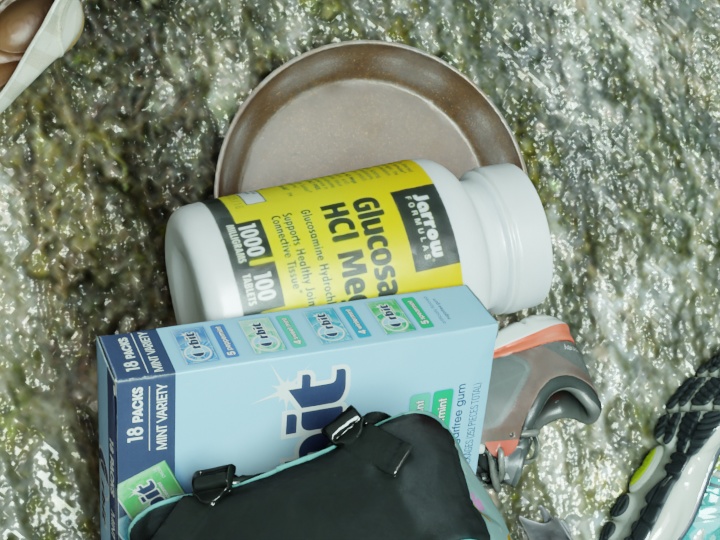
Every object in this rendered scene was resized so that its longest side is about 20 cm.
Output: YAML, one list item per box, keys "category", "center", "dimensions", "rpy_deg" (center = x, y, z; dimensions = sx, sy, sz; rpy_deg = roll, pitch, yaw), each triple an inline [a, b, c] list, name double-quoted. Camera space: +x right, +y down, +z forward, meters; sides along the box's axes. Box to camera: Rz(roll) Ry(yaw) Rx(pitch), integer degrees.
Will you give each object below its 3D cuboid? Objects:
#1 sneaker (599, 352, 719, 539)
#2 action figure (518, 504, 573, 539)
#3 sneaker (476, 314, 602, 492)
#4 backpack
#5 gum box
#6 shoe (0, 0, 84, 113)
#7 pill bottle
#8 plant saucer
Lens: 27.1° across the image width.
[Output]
- category: "sneaker"
  center: [0.225, 0.127, 0.943]
  dimensions: [0.080, 0.078, 0.200]
  rpy_deg: [34, 86, -15]
- category: "action figure"
  center: [0.098, 0.224, 0.862]
  dimensions: [0.130, 0.069, 0.200]
  rpy_deg: [55, 34, -23]
- category: "sneaker"
  center: [0.058, 0.096, 0.878]
  dimensions: [0.200, 0.077, 0.082]
  rpy_deg: [-25, 62, -18]
- category: "backpack"
  center: [0.004, 0.182, 0.728]
  dimensions: [0.176, 0.200, 0.154]
  rpy_deg: [-24, 54, 4]
- category: "gum box"
  center: [-0.035, 0.101, 0.783]
  dimensions: [0.200, 0.045, 0.170]
  rpy_deg: [-8, 124, -20]
- category: "shoe"
  center: [-0.237, -0.103, 0.842]
  dimensions: [0.070, 0.053, 0.200]
  rpy_deg: [46, 74, -6]
- category: "pill bottle"
  center: [0.000, 0.000, 0.832]
  dimensions: [0.200, 0.112, 0.113]
  rpy_deg: [-13, 87, -17]
- category: "plant saucer"
  center: [0.006, -0.040, 0.915]
  dimensions: [0.200, 0.034, 0.201]
  rpy_deg: [2, 84, -16]
